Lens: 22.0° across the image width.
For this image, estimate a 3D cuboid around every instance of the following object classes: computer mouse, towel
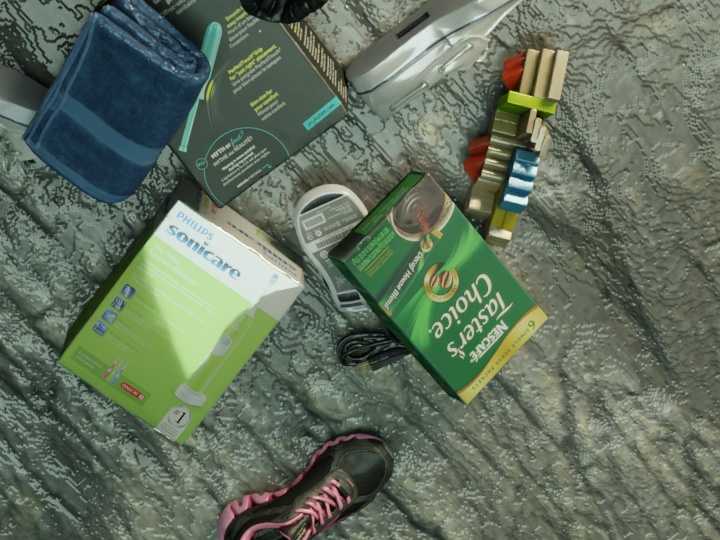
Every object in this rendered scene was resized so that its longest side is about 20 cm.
[{"bbox_3d":[0.000,0.000,1.768,0.109,0.044,0.200,-22,112,6],"label":"computer mouse"},{"bbox_3d":[-0.210,-0.139,1.579,0.112,0.049,0.200,38,135,-3],"label":"towel"}]

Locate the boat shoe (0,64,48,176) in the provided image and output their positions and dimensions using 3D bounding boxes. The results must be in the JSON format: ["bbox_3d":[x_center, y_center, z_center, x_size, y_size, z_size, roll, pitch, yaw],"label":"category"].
[{"bbox_3d":[-0.300,-0.122,1.703,0.202,0.075,0.086,23,115,-17],"label":"boat shoe"}]

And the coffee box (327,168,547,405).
[{"bbox_3d":[0.075,0.016,1.743,0.123,0.044,0.200,-45,114,-11],"label":"coffee box"}]

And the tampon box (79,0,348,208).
[{"bbox_3d":[-0.126,-0.190,1.651,0.150,0.126,0.200,-35,106,11],"label":"tampon box"}]

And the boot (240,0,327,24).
[{"bbox_3d":[-0.060,-0.278,1.561,0.079,0.211,0.158,-1,80,2],"label":"boot"}]

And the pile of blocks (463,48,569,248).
[{"bbox_3d":[0.134,-0.115,1.712,0.062,0.082,0.201,13,108,-7],"label":"pile of blocks"}]

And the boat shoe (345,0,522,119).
[{"bbox_3d":[0.083,-0.211,1.690,0.200,0.074,0.065,-31,117,15],"label":"boat shoe"}]

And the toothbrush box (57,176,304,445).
[{"bbox_3d":[-0.168,0.038,1.749,0.145,0.086,0.200,35,105,-13],"label":"toothbrush box"}]

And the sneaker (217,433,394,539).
[{"bbox_3d":[-0.051,0.237,1.818,0.200,0.095,0.079,-34,105,7],"label":"sneaker"}]
